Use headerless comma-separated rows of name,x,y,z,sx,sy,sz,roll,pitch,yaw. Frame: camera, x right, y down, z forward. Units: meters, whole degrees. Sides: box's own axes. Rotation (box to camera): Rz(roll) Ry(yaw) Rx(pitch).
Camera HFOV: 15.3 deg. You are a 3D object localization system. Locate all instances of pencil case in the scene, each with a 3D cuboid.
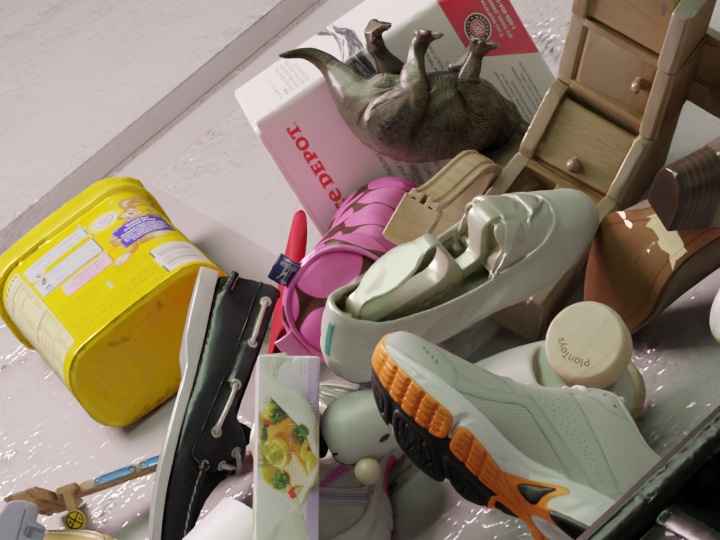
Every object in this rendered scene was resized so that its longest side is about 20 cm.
pencil case,0.000,0.000,1.774,0.094,0.091,0.200,-49,0,18

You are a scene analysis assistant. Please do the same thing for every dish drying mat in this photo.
dish drying mat,-0.052,0.044,1.836,0.018,0.077,0.201,11,34,-3

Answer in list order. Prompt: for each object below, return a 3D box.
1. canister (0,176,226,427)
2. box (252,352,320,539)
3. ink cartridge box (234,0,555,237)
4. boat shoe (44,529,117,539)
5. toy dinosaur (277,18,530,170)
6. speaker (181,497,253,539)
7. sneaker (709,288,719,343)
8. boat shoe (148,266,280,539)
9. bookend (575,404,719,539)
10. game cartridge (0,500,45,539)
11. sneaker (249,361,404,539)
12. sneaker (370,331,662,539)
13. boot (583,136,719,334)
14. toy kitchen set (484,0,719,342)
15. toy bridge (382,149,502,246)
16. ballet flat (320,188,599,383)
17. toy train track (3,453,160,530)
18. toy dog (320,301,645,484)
canister,-0.180,0.022,1.981,0.148,0.087,0.200,-38,29,-7
box,-0.044,0.148,1.566,0.038,0.041,0.202,1,69,-2
ink cartridge box,0.032,-0.115,1.905,0.199,0.145,0.084,-34,26,-1
boat shoe,-0.247,0.201,1.775,0.199,0.076,0.072,-19,31,26
toy dinosaur,0.043,-0.112,1.815,0.198,0.103,0.077,8,7,-14
speaker,-0.120,0.228,1.592,0.200,0.081,0.081,-45,29,-20
sneaker,0.289,-0.013,1.546,0.200,0.074,0.116,-38,31,-5
boat shoe,-0.096,0.098,1.741,0.076,0.060,0.202,128,153,-81
bookend,0.202,0.171,1.325,0.200,0.092,0.198,-41,29,-12
game cartridge,-0.238,0.255,1.640,0.041,0.134,0.201,15,43,-4
sneaker,-0.021,0.101,1.678,0.081,0.088,0.201,-25,29,17
sneaker,0.098,0.090,1.491,0.092,0.200,0.076,-49,-7,-29
boot,0.228,-0.030,1.628,0.145,0.071,0.200,-15,-23,-23
toy kitchen set,0.171,-0.066,1.680,0.162,0.201,0.181,30,59,14
toy bridge,0.065,-0.044,1.749,0.068,0.027,0.200,-60,-14,9
ballet flat,0.061,-0.004,1.605,0.199,0.070,0.069,-32,26,-16
toy train track,-0.169,0.153,1.802,0.199,0.033,0.115,-20,-12,7
toy dog,0.084,0.097,1.571,0.199,0.132,0.097,-27,59,29
